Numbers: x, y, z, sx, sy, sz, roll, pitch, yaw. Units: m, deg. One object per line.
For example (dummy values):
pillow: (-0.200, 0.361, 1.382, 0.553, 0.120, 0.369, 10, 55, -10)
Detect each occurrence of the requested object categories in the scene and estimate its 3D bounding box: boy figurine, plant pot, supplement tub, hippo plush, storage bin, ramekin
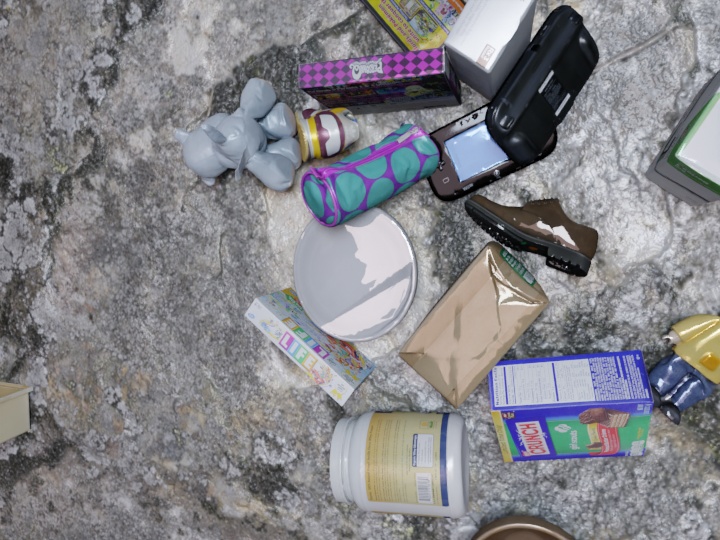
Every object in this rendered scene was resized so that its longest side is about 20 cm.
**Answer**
boy figurine: (0.473, 0.115, 0.740, 0.124, 0.064, 0.201, 44, 108, 11)
plant pot: (0.249, 0.453, 0.821, 0.194, 0.092, 0.209, 2, 95, 17)
supplement tub: (0.062, 0.289, 0.835, 0.193, 0.144, 0.150, -3, 94, 16)
hippo plush: (-0.197, -0.183, 0.875, 0.157, 0.202, 0.161, -13, 124, 35)
storage bin: (-0.784, 0.289, 1.061, 0.192, 0.200, 0.097, 3, 98, 16)
ramekin: (0.000, 0.000, 0.854, 0.195, 0.094, 0.210, 1, 95, 16)

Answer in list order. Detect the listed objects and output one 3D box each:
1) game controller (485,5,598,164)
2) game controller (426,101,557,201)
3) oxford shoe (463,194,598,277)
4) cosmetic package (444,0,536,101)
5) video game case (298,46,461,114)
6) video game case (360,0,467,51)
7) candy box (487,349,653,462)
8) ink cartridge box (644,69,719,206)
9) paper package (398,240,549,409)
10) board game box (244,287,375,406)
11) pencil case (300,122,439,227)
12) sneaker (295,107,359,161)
game controller: (0.246, -0.246, 0.739, 0.203, 0.104, 0.042, -55, 36, -4)
game controller: (0.184, -0.183, 0.810, 0.195, 0.042, 0.107, -24, 88, 18)
oxford shoe: (0.245, -0.070, 0.796, 0.195, 0.073, 0.086, 26, 85, 11)
cosmetic package: (0.171, -0.299, 0.721, 0.073, 0.200, 0.103, 35, 103, 10)
video game case: (0.035, -0.258, 0.774, 0.193, 0.181, 0.037, 0, 94, 18)
video game case: (0.094, -0.438, 0.824, 0.180, 0.025, 0.201, -42, 83, 15)
candy box: (0.280, 0.190, 0.751, 0.193, 0.171, 0.079, -7, 49, 18)
ink cartridge box: (0.430, -0.165, 0.658, 0.083, 0.199, 0.149, 34, 102, 13)
paper package: (0.156, 0.062, 0.759, 0.103, 0.200, 0.192, 40, 103, 8)
board game box: (-0.073, 0.112, 0.866, 0.199, 0.134, 0.035, 41, 104, 9)
pencil case: (0.015, -0.137, 0.771, 0.085, 0.197, 0.094, 44, 150, 27)
sneaker: (-0.048, -0.202, 0.815, 0.087, 0.201, 0.077, -9, 112, -4)
